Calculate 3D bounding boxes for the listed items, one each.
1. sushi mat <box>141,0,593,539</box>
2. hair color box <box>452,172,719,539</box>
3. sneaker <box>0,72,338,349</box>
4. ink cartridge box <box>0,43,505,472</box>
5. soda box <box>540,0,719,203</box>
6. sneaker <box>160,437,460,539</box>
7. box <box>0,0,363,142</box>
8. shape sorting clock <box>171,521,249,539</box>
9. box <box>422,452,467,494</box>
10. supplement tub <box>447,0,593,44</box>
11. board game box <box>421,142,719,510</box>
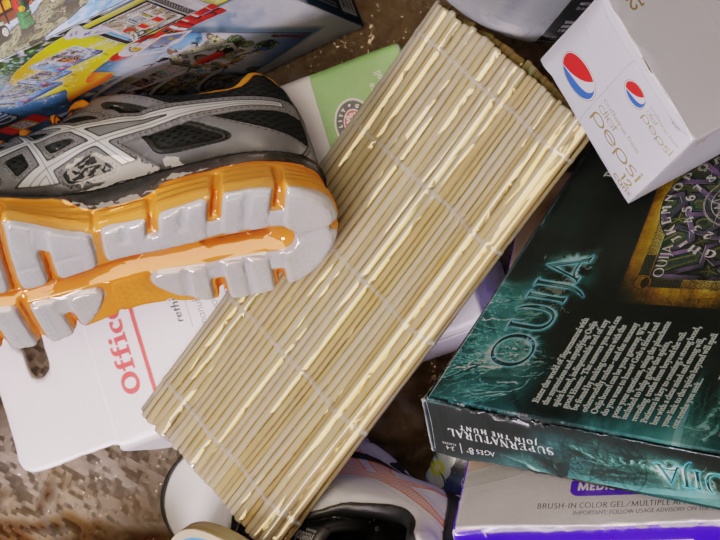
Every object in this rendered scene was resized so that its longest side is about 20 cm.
[{"bbox_3d":[0.000,0.000,1.095,0.200,0.012,0.096,-54,49,6],"label":"sushi mat"},{"bbox_3d":[0.104,0.045,1.066,0.109,0.201,0.065,-3,127,15],"label":"hair color box"},{"bbox_3d":[-0.109,-0.026,1.106,0.198,0.079,0.078,-6,51,-1],"label":"sneaker"},{"bbox_3d":[-0.051,0.000,1.170,0.199,0.067,0.118,-19,83,14],"label":"ink cartridge box"},{"bbox_3d":[0.168,-0.101,1.060,0.199,0.068,0.064,-28,82,-23],"label":"soda box"},{"bbox_3d":[-0.014,0.096,1.124,0.199,0.080,0.074,10,87,45],"label":"sneaker"},{"bbox_3d":[-0.091,-0.092,1.113,0.136,0.200,0.038,-23,82,13],"label":"box"},{"bbox_3d":[-0.016,0.184,1.107,0.039,0.200,0.200,-35,80,-20],"label":"shape sorting clock"},{"bbox_3d":[0.108,0.137,1.142,0.199,0.040,0.138,24,97,14],"label":"box"},{"bbox_3d":[0.095,-0.180,1.056,0.123,0.122,0.200,51,144,10],"label":"supplement tub"},{"bbox_3d":[0.123,0.002,1.037,0.134,0.200,0.028,9,133,27],"label":"board game box"}]
